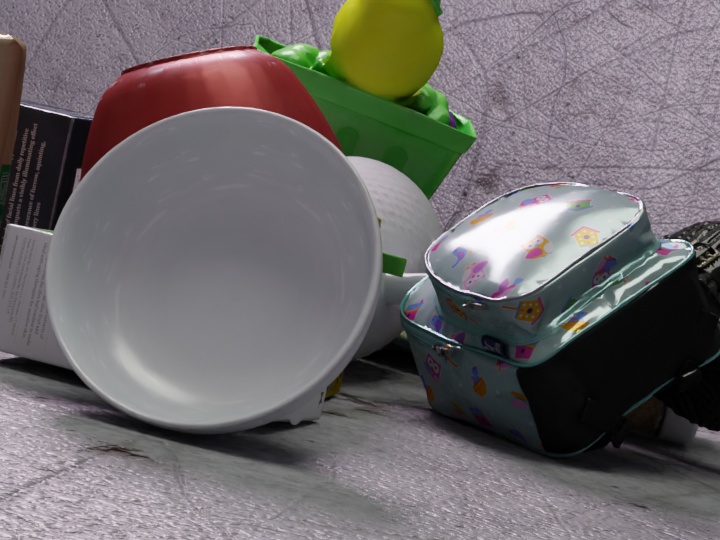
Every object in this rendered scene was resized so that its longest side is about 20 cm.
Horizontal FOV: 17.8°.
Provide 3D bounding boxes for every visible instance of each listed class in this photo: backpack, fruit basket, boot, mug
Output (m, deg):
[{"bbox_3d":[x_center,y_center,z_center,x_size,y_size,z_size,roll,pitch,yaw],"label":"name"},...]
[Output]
[{"bbox_3d":[0.124,0.029,1.606,0.176,0.154,0.200,-36,20,-26],"label":"backpack"},{"bbox_3d":[0.007,-0.164,1.926,0.215,0.216,0.156,12,11,-3],"label":"fruit basket"},{"bbox_3d":[0.267,0.034,1.709,0.157,0.080,0.211,-13,37,-36],"label":"boot"},{"bbox_3d":[0.000,0.000,1.748,0.199,0.148,0.175,2,12,14],"label":"mug"}]

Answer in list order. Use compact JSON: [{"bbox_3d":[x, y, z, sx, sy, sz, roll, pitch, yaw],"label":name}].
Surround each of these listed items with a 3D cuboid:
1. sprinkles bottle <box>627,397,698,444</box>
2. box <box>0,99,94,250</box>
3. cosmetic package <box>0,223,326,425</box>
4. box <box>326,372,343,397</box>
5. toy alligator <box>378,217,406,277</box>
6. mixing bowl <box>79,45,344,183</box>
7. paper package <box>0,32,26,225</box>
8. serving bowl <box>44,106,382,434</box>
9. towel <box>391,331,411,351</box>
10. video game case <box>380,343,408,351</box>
[{"bbox_3d":[0.160,0.079,1.744,0.199,0.069,0.068,12,5,1],"label":"sprinkles bottle"},{"bbox_3d":[-0.304,-0.066,1.807,0.199,0.149,0.107,14,5,17],"label":"box"},{"bbox_3d":[-0.123,0.034,1.454,0.199,0.085,0.108,12,0,15],"label":"cosmetic package"},{"bbox_3d":[-0.108,0.032,1.606,0.199,0.070,0.064,13,2,11],"label":"box"},{"bbox_3d":[-0.045,-0.021,1.593,0.054,0.060,0.200,13,1,40],"label":"toy alligator"},{"bbox_3d":[-0.107,-0.091,1.573,0.199,0.109,0.200,-10,0,0],"label":"mixing bowl"},{"bbox_3d":[-0.344,-0.088,1.640,0.190,0.201,0.103,11,4,-1],"label":"paper package"},{"bbox_3d":[-0.080,0.007,1.354,0.199,0.201,0.066,13,-18,16],"label":"serving bowl"},{"bbox_3d":[0.056,0.054,1.911,0.200,0.022,0.147,27,12,28],"label":"towel"},{"bbox_3d":[-0.045,0.038,2.004,0.200,0.022,0.182,16,6,36],"label":"video game case"}]
